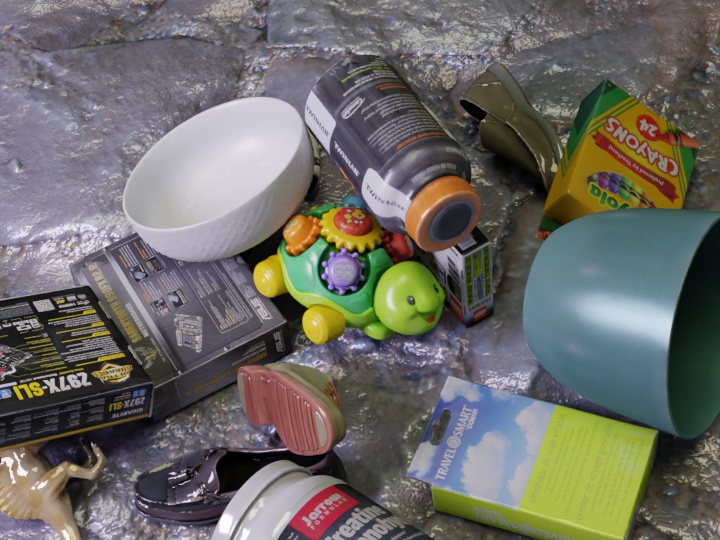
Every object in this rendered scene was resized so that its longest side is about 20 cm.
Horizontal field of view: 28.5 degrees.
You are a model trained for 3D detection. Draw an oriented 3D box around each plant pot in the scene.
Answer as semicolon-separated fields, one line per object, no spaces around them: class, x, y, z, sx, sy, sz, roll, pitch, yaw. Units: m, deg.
plant pot;0.243;0.036;1.283;0.160;0.202;0.201;12;51;33

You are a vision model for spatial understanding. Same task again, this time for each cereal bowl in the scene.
cereal bowl;-0.132;-0.079;1.418;0.198;0.084;0.201;-17;39;14

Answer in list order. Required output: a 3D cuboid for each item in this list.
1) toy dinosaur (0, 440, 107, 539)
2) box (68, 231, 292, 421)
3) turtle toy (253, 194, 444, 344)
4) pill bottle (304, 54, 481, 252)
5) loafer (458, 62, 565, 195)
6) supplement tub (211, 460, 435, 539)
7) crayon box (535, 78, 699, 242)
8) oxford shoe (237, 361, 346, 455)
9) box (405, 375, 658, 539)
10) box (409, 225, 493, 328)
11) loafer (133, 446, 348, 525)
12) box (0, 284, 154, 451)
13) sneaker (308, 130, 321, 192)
toy dinosaur;-0.285;0.195;1.305;0.101;0.058;0.200;-37;80;-22
box;-0.182;0.037;1.428;0.157;0.049;0.200;-27;51;-15
turtle toy;0.000;0.000;1.375;0.145;0.102;0.200;-25;54;-38
pill bottle;0.035;-0.107;1.338;0.105;0.107;0.200;-25;52;-14
loafer;0.167;-0.139;1.525;0.069;0.075;0.201;-29;48;0
supplement tub;-0.013;0.256;1.158;0.199;0.141;0.140;28;58;27
crayon box;0.262;-0.083;1.431;0.126;0.051;0.201;32;54;-12
oxford shoe;-0.049;0.114;1.284;0.073;0.072;0.200;-12;14;-22
box;0.154;0.174;1.266;0.198;0.048;0.123;13;52;18
box;0.064;-0.047;1.426;0.034;0.111;0.200;-27;52;-15
loafer;-0.112;0.183;1.284;0.198;0.063;0.072;-4;49;4
box;-0.313;0.090;1.310;0.198;0.050;0.160;-11;42;-32
sneaker;-0.138;-0.103;1.523;0.198;0.076;0.088;-16;49;-5
